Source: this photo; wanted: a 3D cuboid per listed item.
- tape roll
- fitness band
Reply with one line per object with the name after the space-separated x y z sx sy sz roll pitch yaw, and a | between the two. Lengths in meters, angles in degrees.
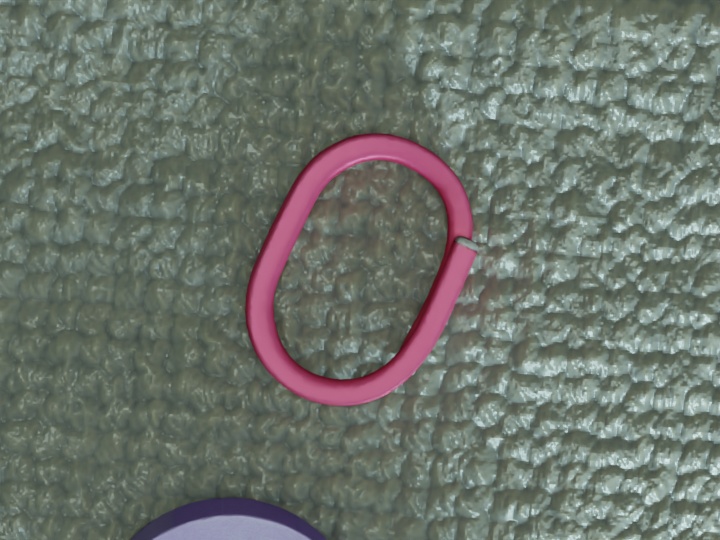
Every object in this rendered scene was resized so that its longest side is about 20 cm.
-0.095 0.268 1.449 0.199 0.066 0.201 0 95 -5 | tape roll
0.000 0.000 1.450 0.143 0.037 0.201 25 91 -7 | fitness band
